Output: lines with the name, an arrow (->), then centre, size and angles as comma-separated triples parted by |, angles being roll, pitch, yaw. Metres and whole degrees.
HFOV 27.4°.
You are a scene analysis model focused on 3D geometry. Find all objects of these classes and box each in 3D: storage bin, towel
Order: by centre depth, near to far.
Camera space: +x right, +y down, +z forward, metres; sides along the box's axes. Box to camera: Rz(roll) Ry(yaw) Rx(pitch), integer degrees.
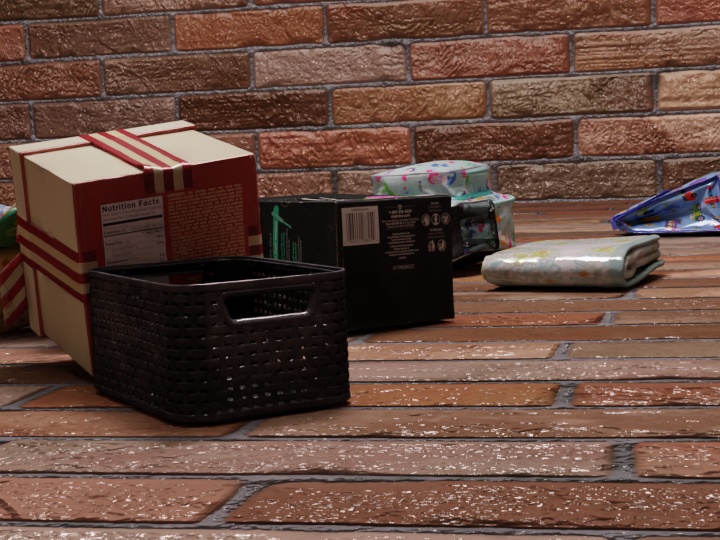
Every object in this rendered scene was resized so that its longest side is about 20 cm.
storage bin -> -0.106, 0.045, 1.065 | 0.134, 0.095, 0.199 | -6, 5, -28
towel -> 0.254, -0.008, 1.729 | 0.170, 0.049, 0.200 | -3, 4, 26

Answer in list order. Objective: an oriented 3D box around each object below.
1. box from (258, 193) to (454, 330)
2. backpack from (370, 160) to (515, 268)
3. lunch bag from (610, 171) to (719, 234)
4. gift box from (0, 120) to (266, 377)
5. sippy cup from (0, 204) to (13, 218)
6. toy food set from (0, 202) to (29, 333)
box -> -0.024, -0.013, 1.462 | 0.147, 0.126, 0.199 | -5, 5, -37
backpack -> 0.109, -0.069, 1.952 | 0.176, 0.152, 0.199 | 0, 1, 39
lunch bag -> 0.507, -0.093, 2.407 | 0.198, 0.095, 0.150 | -14, 2, 21
gift box -> -0.196, -0.011, 1.234 | 0.183, 0.202, 0.186 | -6, 18, -28
sippy cup -> -0.390, -0.014, 1.570 | 0.129, 0.140, 0.179 | 0, 45, 34
toy food set -> -0.291, -0.018, 1.480 | 0.199, 0.199, 0.049 | 7, 33, -46
